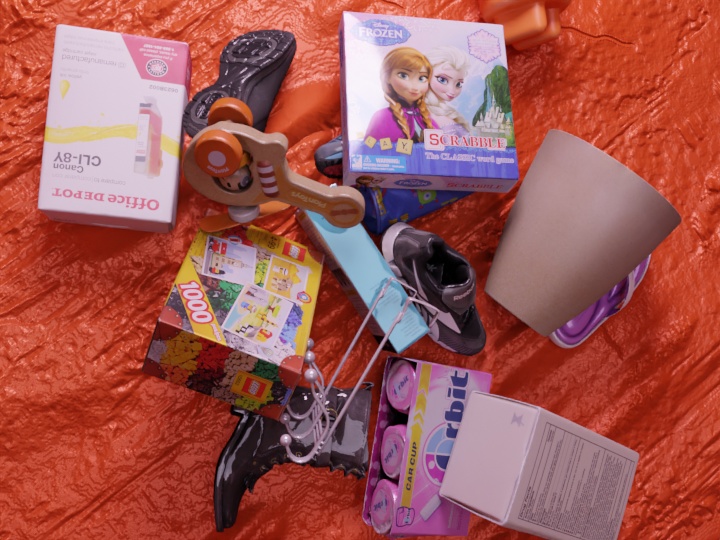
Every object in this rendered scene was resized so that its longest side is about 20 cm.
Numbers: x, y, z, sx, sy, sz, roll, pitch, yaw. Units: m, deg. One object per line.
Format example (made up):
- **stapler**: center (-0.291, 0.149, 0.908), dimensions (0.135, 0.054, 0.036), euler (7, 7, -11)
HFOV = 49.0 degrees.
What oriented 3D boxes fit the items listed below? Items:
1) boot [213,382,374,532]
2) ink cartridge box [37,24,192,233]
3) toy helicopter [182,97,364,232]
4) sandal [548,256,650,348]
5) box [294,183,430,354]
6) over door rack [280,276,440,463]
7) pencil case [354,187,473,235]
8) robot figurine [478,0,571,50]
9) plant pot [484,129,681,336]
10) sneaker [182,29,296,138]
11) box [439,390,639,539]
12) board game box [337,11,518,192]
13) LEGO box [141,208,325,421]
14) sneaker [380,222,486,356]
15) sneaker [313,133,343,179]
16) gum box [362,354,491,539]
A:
- **boot**: center (-0.073, 0.213, 0.907), dimensions (0.171, 0.069, 0.203), euler (15, 82, -10)
- **ink cartridge box**: center (-0.269, -0.152, 0.879), dimensions (0.143, 0.083, 0.204), euler (5, 86, -11)
- **toy helicopter**: center (-0.091, -0.084, 0.835), dimensions (0.197, 0.133, 0.080), euler (19, 40, -12)
- **sandal**: center (0.316, 0.017, 1.005), dimensions (0.082, 0.050, 0.204), euler (37, 81, -7)
- **box**: center (0.000, 0.000, 0.926), dimensions (0.049, 0.082, 0.201), euler (-34, 94, -10)
- **over door rack**: center (-0.016, 0.087, 0.814), dimensions (0.066, 0.148, 0.200), euler (41, 93, -9)
- **pencil case**: center (0.087, -0.116, 0.950), dimensions (0.198, 0.078, 0.088), euler (-25, 121, -12)
- **robot figurine**: center (0.196, -0.380, 0.968), dimensions (0.141, 0.117, 0.204), euler (-5, 88, -11)
- **plant pot**: center (0.242, -0.030, 0.943), dimensions (0.186, 0.187, 0.201), euler (35, 97, -8)
- **sneaker**: center (-0.133, -0.201, 0.918), dimensions (0.075, 0.091, 0.201), euler (18, 60, 24)
- **box**: center (0.207, 0.234, 0.906), dimensions (0.198, 0.108, 0.130), euler (27, 78, -33)
- **board game box**: center (0.075, -0.192, 0.904), dimensions (0.196, 0.041, 0.203), euler (1, 72, -12)
- **LEGO box**: center (-0.127, 0.041, 0.841), dimensions (0.147, 0.201, 0.078), euler (21, 125, -10)
- **sneaker**: center (0.103, 0.030, 0.918), dimensions (0.067, 0.090, 0.201), euler (-46, 117, -23)
- **sneaker**: center (0.019, -0.183, 0.953), dimensions (0.198, 0.079, 0.096), euler (-30, 83, -19)
- **gum box**: center (0.077, 0.210, 0.921), dimensions (0.112, 0.066, 0.204), euler (13, 84, -32)
